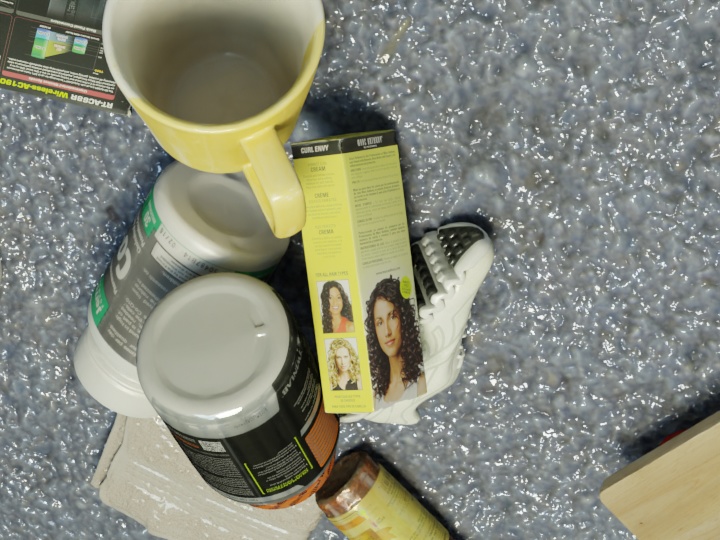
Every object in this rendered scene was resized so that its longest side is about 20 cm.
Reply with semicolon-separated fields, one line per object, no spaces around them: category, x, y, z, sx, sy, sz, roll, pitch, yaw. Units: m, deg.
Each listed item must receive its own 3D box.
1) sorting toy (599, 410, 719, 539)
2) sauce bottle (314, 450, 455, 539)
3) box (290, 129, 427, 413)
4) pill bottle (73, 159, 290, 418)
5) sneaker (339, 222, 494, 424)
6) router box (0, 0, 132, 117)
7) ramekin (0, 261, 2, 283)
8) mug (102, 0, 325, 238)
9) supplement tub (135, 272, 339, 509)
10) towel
sorting toy;0.325;0.174;1.513;0.199;0.070;0.200;45;125;-14
sauce bottle;0.048;0.237;1.644;0.066;0.066;0.200;-35;108;33
box;0.000;0.000;1.443;0.050;0.075;0.201;-4;97;36
pill bottle;-0.144;0.017;1.526;0.113;0.113;0.200;31;126;-5
sneaker;0.052;0.044;1.519;0.081;0.075;0.200;19;125;-25
router box;-0.242;-0.206;1.406;0.199;0.062;0.150;12;127;-13
ramekin;-0.392;0.004;1.604;0.199;0.098;0.201;9;125;12
mug;-0.101;-0.123;1.365;0.148;0.188;0.153;7;163;1
supplement tub;-0.085;0.098;1.463;0.122;0.123;0.200;4;152;15
towel;-0.130;0.187;1.686;0.199;0.035;0.133;24;127;0
